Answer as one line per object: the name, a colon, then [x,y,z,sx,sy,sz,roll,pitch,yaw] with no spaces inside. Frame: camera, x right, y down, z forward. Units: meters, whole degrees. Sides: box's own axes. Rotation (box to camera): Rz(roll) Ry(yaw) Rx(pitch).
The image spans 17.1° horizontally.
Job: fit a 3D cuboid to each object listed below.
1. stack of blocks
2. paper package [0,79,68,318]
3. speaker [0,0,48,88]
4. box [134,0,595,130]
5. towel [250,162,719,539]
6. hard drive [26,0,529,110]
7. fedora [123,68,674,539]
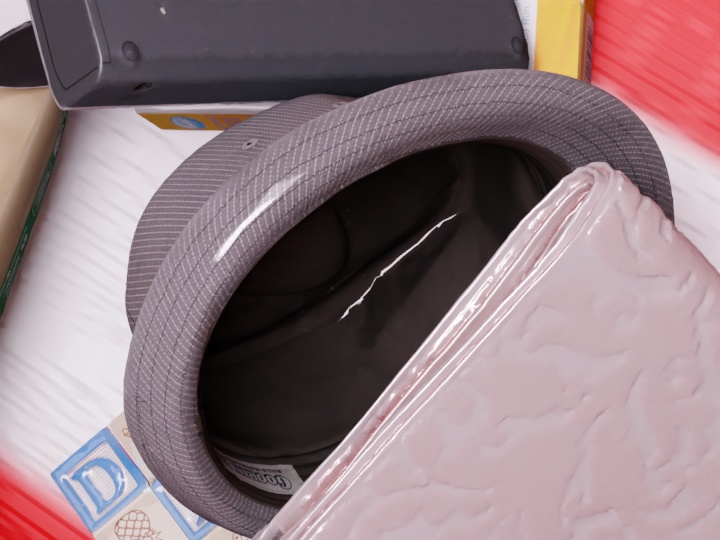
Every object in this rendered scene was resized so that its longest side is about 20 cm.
stack of blocks: [-0.001,0.059,0.897,0.200,0.059,0.115,-40,76,4]
paper package: [-0.223,-0.022,0.902,0.189,0.103,0.201,20,81,-7]
speaker: [-0.123,-0.169,0.851,0.081,0.081,0.201,-17,79,9]
box: [-0.008,-0.115,0.935,0.198,0.041,0.120,2,83,15]
towel: [0.073,0.086,0.825,0.191,0.200,0.032,-47,38,3]
hard drive: [-0.034,-0.128,0.832,0.033,0.199,0.141,-28,74,45]
fedora: [0.000,0.000,0.814,0.199,0.178,0.090,-27,41,-16]
